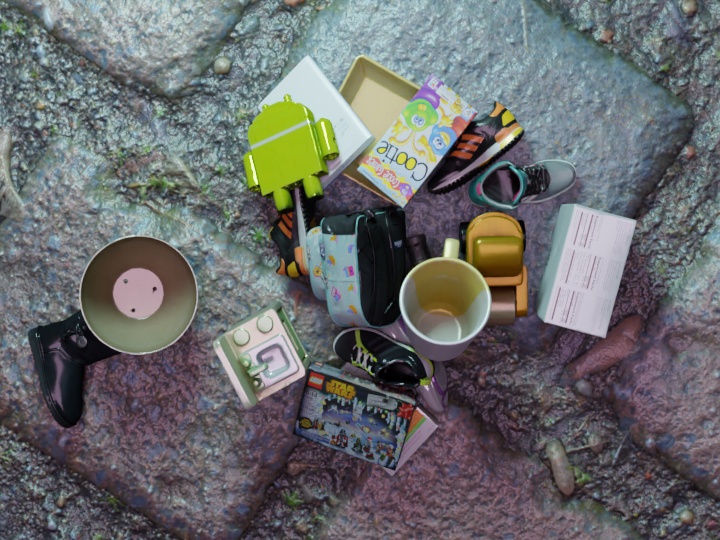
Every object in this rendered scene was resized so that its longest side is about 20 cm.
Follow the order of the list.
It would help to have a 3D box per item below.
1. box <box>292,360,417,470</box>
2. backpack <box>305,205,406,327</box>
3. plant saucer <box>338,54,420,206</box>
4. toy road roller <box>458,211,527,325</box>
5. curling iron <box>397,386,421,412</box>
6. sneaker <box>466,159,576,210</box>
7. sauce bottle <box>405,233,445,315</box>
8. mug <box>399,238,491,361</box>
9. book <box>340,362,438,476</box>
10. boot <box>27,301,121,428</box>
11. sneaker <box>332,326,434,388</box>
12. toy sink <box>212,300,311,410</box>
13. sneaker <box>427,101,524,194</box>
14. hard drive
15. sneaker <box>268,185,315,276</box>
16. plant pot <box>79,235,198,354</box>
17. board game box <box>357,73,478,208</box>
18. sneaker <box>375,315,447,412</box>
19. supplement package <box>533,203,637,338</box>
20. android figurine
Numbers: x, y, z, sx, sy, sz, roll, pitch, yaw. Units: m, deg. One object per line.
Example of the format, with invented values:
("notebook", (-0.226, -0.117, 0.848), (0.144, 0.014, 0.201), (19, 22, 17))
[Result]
("box", (-0.011, 0.256, 1.598), (0.197, 0.040, 0.139), (17, 109, 7))
("backpack", (0.000, 0.000, 1.568), (0.151, 0.175, 0.203), (-8, 95, 33))
("plant saucer", (0.036, -0.247, 1.614), (0.198, 0.048, 0.202), (29, 95, 0))
("toy road roller", (0.232, 0.000, 1.575), (0.121, 0.146, 0.204), (-1, 95, 3))
("curling iron", (0.019, 0.256, 1.624), (0.198, 0.026, 0.050), (-23, 80, 14))
("sneaker", (0.285, -0.154, 1.573), (0.197, 0.121, 0.085), (-12, 94, 3))
("sauce bottle", (0.124, 0.036, 1.625), (0.065, 0.066, 0.203), (-20, 94, 4))
("mug", (0.147, 0.065, 1.515), (0.149, 0.154, 0.187), (38, 71, 16))
("book", (0.027, 0.260, 1.658), (0.200, 0.048, 0.134), (42, 97, 0))
("boot", (-0.502, 0.170, 1.657), (0.166, 0.076, 0.203), (-19, 87, 8))
("sneaker", (0.035, 0.153, 1.572), (0.197, 0.083, 0.073), (14, 110, 20))
("toy sink", (-0.164, 0.141, 1.579), (0.111, 0.200, 0.132), (-28, 92, 5))
("sneaker", (0.189, -0.217, 1.605), (0.199, 0.070, 0.091), (-35, 81, 3))
("hard drive", (-0.080, -0.259, 1.585), (0.132, 0.025, 0.201), (-42, 69, 14))
("sneaker", (-0.128, -0.089, 1.617), (0.089, 0.070, 0.204), (-8, 88, 19))
("plant pot", (-0.393, 0.042, 1.603), (0.197, 0.134, 0.204), (0, 90, -16))
("board game box", (0.095, -0.216, 1.537), (0.103, 0.105, 0.201), (38, 94, 0))
("sneaker", (0.090, 0.172, 1.645), (0.099, 0.075, 0.202), (-28, 96, 28))
("supplement package", (0.383, -0.003, 1.563), (0.109, 0.156, 0.203), (15, 95, 3))
("android figurine", (-0.125, -0.205, 1.561), (0.180, 0.041, 0.203), (-22, 74, 20))
